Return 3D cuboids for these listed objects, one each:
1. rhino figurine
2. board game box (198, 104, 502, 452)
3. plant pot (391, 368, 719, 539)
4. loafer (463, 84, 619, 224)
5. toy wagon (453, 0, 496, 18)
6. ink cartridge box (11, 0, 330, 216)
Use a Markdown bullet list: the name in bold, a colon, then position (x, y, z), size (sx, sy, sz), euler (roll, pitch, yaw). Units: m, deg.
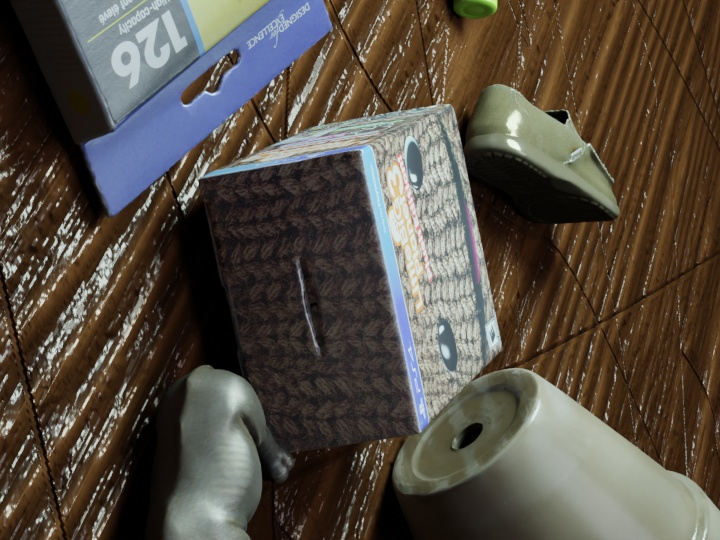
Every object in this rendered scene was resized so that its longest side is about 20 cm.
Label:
- **rhino figurine**: position (-0.080, 0.140, 1.175), size (0.088, 0.059, 0.201), euler (59, 30, -52)
- **board game box**: position (0.000, 0.000, 1.327), size (0.200, 0.096, 0.160), euler (-36, 115, -70)
- **plant pot**: position (0.114, 0.165, 1.472), size (0.174, 0.199, 0.200), euler (51, 36, -21)
- **loafer**: position (0.140, -0.084, 1.704), size (0.200, 0.076, 0.068), euler (30, 62, -60)
- **toy wagon**: position (0.083, -0.265, 1.682), size (0.200, 0.039, 0.156), euler (36, 51, -57)
- **ink cartridge box**: position (-0.092, -0.163, 1.177), size (0.198, 0.047, 0.201), euler (-44, 124, -35)
